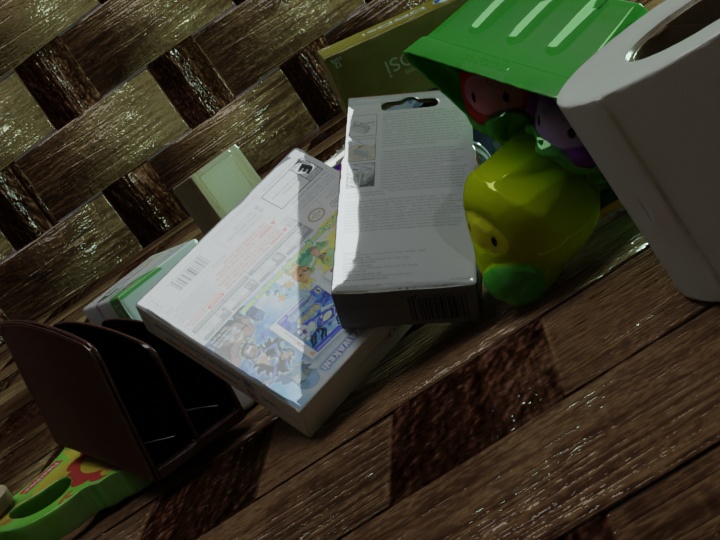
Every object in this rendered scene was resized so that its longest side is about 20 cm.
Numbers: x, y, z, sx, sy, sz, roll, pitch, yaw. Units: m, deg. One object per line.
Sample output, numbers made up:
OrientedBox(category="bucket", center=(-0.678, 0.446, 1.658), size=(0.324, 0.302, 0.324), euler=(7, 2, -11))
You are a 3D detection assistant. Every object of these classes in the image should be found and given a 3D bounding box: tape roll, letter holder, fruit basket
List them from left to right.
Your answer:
OrientedBox(category="letter holder", center=(-0.216, 0.084, 1.261), size=(0.101, 0.142, 0.200), euler=(-36, 23, -28))
OrientedBox(category="fruit basket", center=(0.120, -0.085, 1.009), size=(0.215, 0.155, 0.216), euler=(-28, 43, 30))
OrientedBox(category="tape roll", center=(0.233, -0.095, 0.826), size=(0.202, 0.139, 0.203), euler=(-34, 11, 8))

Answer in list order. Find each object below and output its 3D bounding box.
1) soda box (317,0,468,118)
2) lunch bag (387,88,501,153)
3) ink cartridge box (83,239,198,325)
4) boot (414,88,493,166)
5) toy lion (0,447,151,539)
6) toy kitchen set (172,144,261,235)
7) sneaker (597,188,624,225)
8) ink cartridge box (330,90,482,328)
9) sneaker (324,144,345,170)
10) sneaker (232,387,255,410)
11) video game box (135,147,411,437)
OrientedBox(category="soda box", center=(0.066, -0.199, 1.248), size=(0.200, 0.064, 0.068), euler=(-25, 16, 0))
OrientedBox(category="lunch bag", center=(0.130, -0.150, 1.352), size=(0.170, 0.128, 0.200), euler=(-21, -10, -41))
OrientedBox(category="ink cartridge box", center=(-0.298, 0.039, 2.064), size=(0.145, 0.084, 0.200), euler=(-40, 11, -24))
OrientedBox(category="boot", center=(0.051, -0.101, 1.272), size=(0.200, 0.073, 0.091), euler=(-19, 48, 50))
OrientedBox(category="toy lion", center=(-0.241, 0.185, 1.323), size=(0.191, 0.069, 0.200), euler=(-12, 25, 48))
OrientedBox(category="toy kitchen set", center=(-0.140, -0.033, 1.617), size=(0.200, 0.181, 0.163), euler=(-27, 12, 46))
OrientedBox(category="sneaker", center=(0.160, -0.068, 1.112), size=(0.200, 0.077, 0.078), euler=(-34, 12, 16))
OrientedBox(category="ink cartridge box", center=(0.039, -0.051, 1.119), size=(0.109, 0.050, 0.200), euler=(-4, 52, 9))
OrientedBox(category="sneaker", center=(-0.004, -0.071, 1.456), size=(0.200, 0.070, 0.100), euler=(-47, 37, 8))
OrientedBox(category="sneaker", center=(-0.092, 0.049, 1.348), size=(0.200, 0.075, 0.088), euler=(-53, 9, -24))
OrientedBox(category="video game box", center=(-0.045, 0.011, 1.147), size=(0.182, 0.047, 0.200), euler=(29, 63, 32))
